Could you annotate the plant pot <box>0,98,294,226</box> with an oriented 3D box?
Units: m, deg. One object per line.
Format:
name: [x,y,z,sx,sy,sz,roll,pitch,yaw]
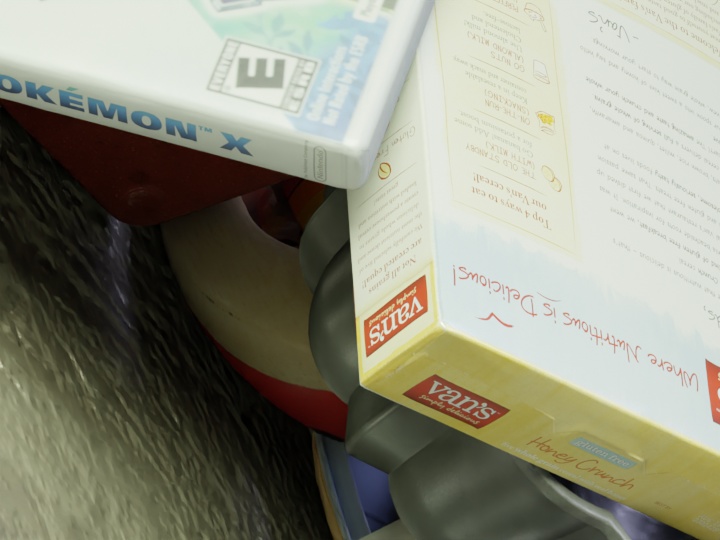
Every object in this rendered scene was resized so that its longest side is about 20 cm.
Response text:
plant pot: [-0.051,-0.134,0.976,0.200,0.199,0.177,47,33,-46]

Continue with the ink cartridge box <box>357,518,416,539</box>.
ink cartridge box: [0.014,0.162,0.859,0.145,0.083,0.200,62,14,-2]

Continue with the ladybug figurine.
ladybug figurine: [0.000,0.000,1.034,0.200,0.135,0.072,-110,-163,-58]

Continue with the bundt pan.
bundt pan: [0.061,0.024,0.897,0.202,0.076,0.202,29,42,-30]

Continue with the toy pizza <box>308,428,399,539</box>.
toy pizza: [0.026,0.113,1.094,0.200,0.032,0.200,56,17,-27]

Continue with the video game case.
video game case: [-0.056,-0.125,0.820,0.022,0.182,0.200,92,16,-56]

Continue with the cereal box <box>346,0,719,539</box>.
cereal box: [0.057,-0.033,0.843,0.144,0.040,0.200,26,46,-33]
